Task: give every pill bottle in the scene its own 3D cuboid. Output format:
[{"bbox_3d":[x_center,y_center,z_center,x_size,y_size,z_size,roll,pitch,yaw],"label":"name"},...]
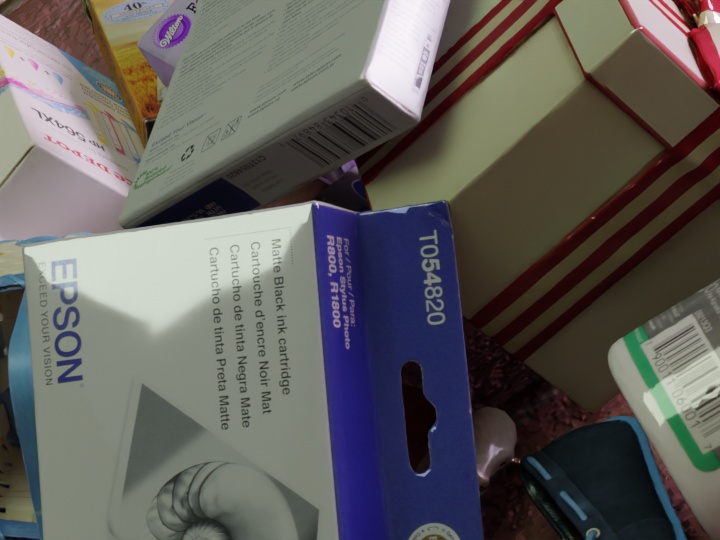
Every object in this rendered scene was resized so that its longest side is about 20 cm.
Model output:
[{"bbox_3d":[0.219,0.031,1.059,0.199,0.113,0.113,-31,38,7],"label":"pill bottle"}]

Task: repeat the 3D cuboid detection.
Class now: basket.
[{"bbox_3d":[-0.153,0.073,1.251,0.138,0.177,0.200,-2,29,3],"label":"basket"}]

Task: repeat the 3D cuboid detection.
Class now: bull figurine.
[{"bbox_3d":[-0.005,0.092,1.212,0.121,0.065,0.200,-46,39,-9],"label":"bull figurine"}]

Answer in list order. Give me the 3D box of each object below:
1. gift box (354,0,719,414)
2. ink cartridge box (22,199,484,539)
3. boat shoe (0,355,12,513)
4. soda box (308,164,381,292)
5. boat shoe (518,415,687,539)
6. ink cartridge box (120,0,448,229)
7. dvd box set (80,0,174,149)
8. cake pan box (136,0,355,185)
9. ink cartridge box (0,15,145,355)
[{"bbox_3d":[0.122,-0.068,1.191,0.187,0.200,0.185,-42,39,19],"label":"gift box"},{"bbox_3d":[-0.049,0.073,1.082,0.199,0.041,0.201,-8,80,14],"label":"ink cartridge box"},{"bbox_3d":[-0.226,0.075,1.399,0.066,0.075,0.200,-25,39,12],"label":"boat shoe"},{"bbox_3d":[0.000,0.000,1.210,0.064,0.070,0.200,-67,-8,18],"label":"soda box"},{"bbox_3d":[0.113,0.144,1.061,0.068,0.085,0.200,-13,26,0],"label":"boat shoe"},{"bbox_3d":[-0.027,-0.124,1.209,0.199,0.041,0.201,-26,39,45],"label":"ink cartridge box"},{"bbox_3d":[-0.087,-0.145,1.508,0.145,0.030,0.200,-12,36,-11],"label":"dvd box set"},{"bbox_3d":[-0.007,-0.149,1.377,0.200,0.052,0.184,-48,48,-11],"label":"cake pan box"},{"bbox_3d":[-0.194,-0.038,1.421,0.125,0.128,0.200,-50,36,15],"label":"ink cartridge box"}]
